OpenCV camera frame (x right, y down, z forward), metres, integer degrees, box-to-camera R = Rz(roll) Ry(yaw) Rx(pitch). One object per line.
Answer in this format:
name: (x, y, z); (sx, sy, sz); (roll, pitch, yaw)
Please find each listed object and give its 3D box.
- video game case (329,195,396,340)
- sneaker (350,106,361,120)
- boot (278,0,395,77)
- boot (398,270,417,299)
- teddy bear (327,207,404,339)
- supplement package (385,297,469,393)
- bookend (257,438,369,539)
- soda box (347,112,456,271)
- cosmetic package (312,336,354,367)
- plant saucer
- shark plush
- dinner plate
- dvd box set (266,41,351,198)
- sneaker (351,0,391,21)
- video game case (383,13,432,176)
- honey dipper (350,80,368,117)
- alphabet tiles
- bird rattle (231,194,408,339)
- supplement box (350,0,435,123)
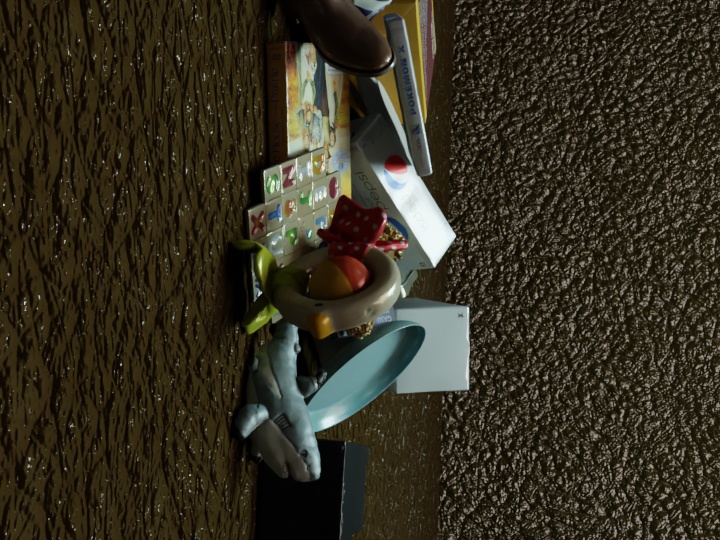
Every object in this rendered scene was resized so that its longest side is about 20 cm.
video game case: (-0.017, -0.019, 1.434); (0.142, 0.019, 0.203); (-2, 77, -58)
sneaker: (-0.021, -0.179, 1.627); (0.087, 0.073, 0.200); (53, 1, 31)
boot: (-0.042, -0.311, 1.210); (0.064, 0.186, 0.201); (-44, 156, -17)
boot: (0.026, -0.072, 1.601); (0.182, 0.071, 0.203); (-100, 173, -78)
teddy bear: (0.000, 0.000, 1.364); (0.200, 0.066, 0.147); (-47, 144, -59)
supplement package: (0.068, 0.107, 1.717); (0.200, 0.118, 0.124); (-175, -95, -70)
bookend: (-0.051, 0.295, 1.322); (0.200, 0.090, 0.202); (50, 43, -78)
soda box: (0.038, -0.096, 1.468); (0.064, 0.068, 0.201); (-51, 120, -35)
cosmetic package: (-0.022, 0.060, 1.550); (0.201, 0.072, 0.105); (79, 15, -51)
plant saucer: (-0.003, 0.127, 1.453); (0.027, 0.199, 0.200); (49, -6, 21)
shark plush: (-0.073, 0.121, 1.211); (0.091, 0.082, 0.202); (78, 16, -52)
dinner plate: (0.041, -0.191, 1.573); (0.200, 0.024, 0.203); (-22, 91, -81)
dvd box set: (-0.057, -0.158, 1.335); (0.146, 0.029, 0.204); (-13, 104, -60)
sneaker: (-0.004, -0.320, 1.413); (0.199, 0.114, 0.082); (32, 43, -67)
video game case: (0.057, -0.224, 1.445); (0.200, 0.022, 0.185); (-94, 173, -76)
honey dipper: (-0.011, -0.242, 1.574); (0.200, 0.037, 0.039); (49, 40, -54)
alphabet tiles: (-0.069, -0.041, 1.278); (0.200, 0.006, 0.169); (-31, 123, -58)
bird rattle: (-0.026, 0.012, 1.171); (0.163, 0.198, 0.114); (38, -45, 49)
supplement box: (0.034, -0.352, 1.695); (0.202, 0.130, 0.199); (-79, 166, -46)
